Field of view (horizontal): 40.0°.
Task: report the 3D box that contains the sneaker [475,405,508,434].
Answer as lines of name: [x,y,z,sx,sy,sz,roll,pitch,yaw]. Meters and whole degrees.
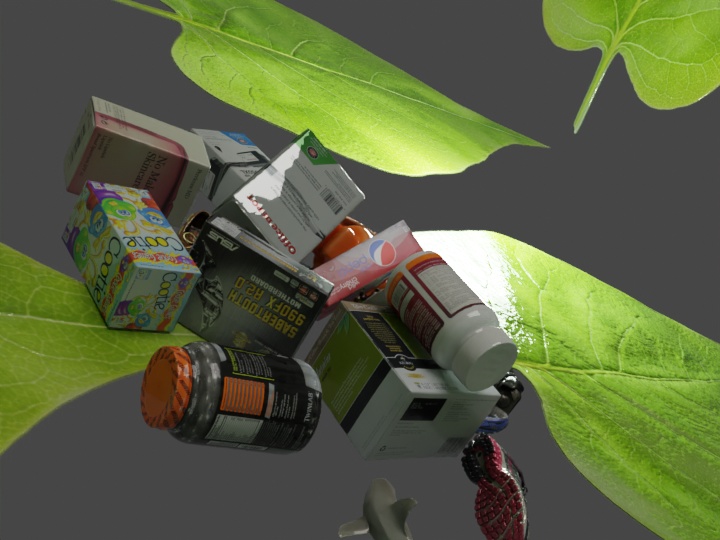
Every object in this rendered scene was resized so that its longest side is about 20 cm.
sneaker: [0.154,0.190,1.582,0.199,0.079,0.075,33,23,2]

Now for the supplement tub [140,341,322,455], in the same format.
supplement tub: [-0.156,0.155,1.202,0.199,0.123,0.123,15,28,-35]

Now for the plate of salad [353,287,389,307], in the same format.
plate of salad: [0.043,0.057,1.553,0.199,0.200,0.048,2,52,-50]

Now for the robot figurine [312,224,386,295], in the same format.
robot figurine: [-0.003,0.003,1.669,0.200,0.143,0.117,50,41,-35]

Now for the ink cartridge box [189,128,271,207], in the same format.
ink cartridge box: [-0.222,-0.169,1.823,0.200,0.085,0.144,44,26,26]

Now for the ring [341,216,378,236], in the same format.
ring: [-0.043,-0.063,1.746,0.199,0.019,0.201,20,-23,9]

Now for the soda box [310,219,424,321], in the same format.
soda box: [0.000,0.000,1.537,0.199,0.070,0.064,-30,79,-28]

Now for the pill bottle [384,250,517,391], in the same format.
pill bottle: [0.128,0.071,1.402,0.109,0.110,0.200,8,33,-44]

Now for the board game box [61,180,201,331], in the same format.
board game box: [-0.321,-0.021,1.371,0.103,0.105,0.200,8,32,-43]

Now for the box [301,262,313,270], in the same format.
box: [-0.156,0.024,1.562,0.157,0.050,0.200,27,23,-14]

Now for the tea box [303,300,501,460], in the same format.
tea box: [0.057,0.161,1.446,0.199,0.134,0.197,10,32,-43]

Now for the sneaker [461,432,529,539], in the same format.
sneaker: [0.206,0.314,1.399,0.074,0.081,0.201,35,24,-25]

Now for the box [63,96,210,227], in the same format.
box: [-0.362,-0.173,1.598,0.199,0.128,0.109,18,26,-29]

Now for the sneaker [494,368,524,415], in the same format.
sneaker: [0.199,0.181,1.660,0.198,0.077,0.114,23,17,-34]

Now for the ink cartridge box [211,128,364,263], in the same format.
ink cartridge box: [-0.111,-0.101,1.540,0.147,0.083,0.200,51,53,-9]

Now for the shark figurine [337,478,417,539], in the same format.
shark figurine: [0.065,0.323,1.194,0.128,0.090,0.214,-1,37,-50]

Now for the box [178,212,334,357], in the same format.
box: [-0.159,0.038,1.388,0.199,0.159,0.048,32,21,0]

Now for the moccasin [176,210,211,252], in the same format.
moccasin: [-0.251,-0.032,1.515,0.073,0.078,0.202,27,23,-11]
